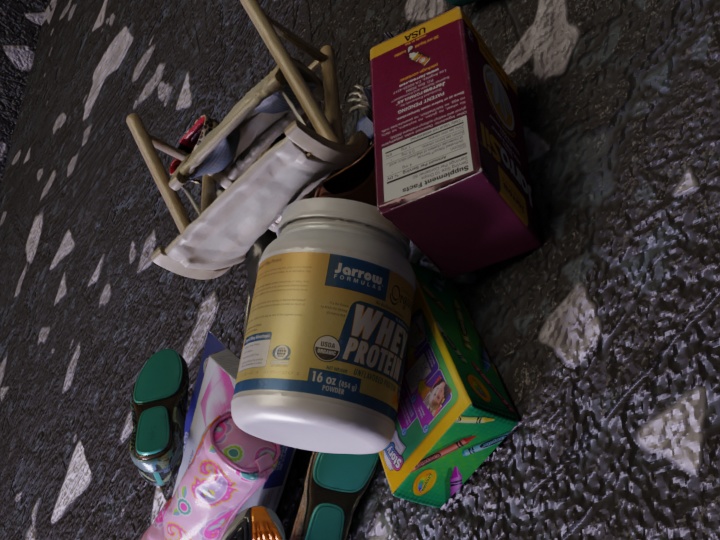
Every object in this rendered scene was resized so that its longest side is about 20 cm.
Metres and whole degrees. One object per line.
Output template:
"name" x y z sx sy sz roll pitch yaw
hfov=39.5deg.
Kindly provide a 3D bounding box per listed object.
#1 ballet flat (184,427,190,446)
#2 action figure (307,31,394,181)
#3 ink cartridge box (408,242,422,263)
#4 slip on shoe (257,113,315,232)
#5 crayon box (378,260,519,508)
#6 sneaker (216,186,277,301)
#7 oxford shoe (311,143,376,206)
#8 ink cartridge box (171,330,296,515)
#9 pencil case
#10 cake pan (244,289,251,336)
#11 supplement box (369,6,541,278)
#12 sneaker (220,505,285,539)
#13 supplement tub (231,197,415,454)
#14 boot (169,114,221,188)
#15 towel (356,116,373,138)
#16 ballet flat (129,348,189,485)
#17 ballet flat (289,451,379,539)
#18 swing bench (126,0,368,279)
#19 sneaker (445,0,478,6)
"ballet flat" -0.156 0.182 1.209 0.200 0.068 0.063 -57 28 20
"action figure" 0.002 -0.163 1.085 0.102 0.119 0.200 45 116 13
"ink cartridge box" 0.000 0.000 1.085 0.200 0.050 0.109 -61 30 33
"slip on shoe" -0.082 -0.136 1.099 0.061 0.076 0.201 122 153 -51
"crayon box" 0.058 0.100 0.926 0.119 0.058 0.200 -53 33 25
"sneaker" -0.122 -0.053 1.113 0.076 0.090 0.201 -47 38 49
"oxford shoe" -0.030 -0.052 1.003 0.200 0.071 0.071 -46 40 14
"ink cartridge box" -0.157 0.201 1.136 0.200 0.043 0.197 35 116 40
"pencil case" -0.157 0.240 1.046 0.200 0.087 0.088 -59 31 28
"cake pan" -0.079 0.027 1.134 0.200 0.037 0.201 -41 42 52
"supplement box" 0.085 -0.117 0.924 0.103 0.131 0.201 -20 53 24
"sneaker" -0.112 0.287 1.017 0.092 0.075 0.200 -92 10 -48
"supplement tub" -0.028 0.051 0.893 0.144 0.144 0.201 -19 56 53
"boot" -0.190 -0.116 1.369 0.200 0.150 0.073 -48 36 32
"towel" 0.055 -0.148 1.123 0.200 0.024 0.147 -29 50 50
"ballet flat" -0.237 0.177 1.193 0.074 0.074 0.200 -52 21 26
"ballet flat" -0.032 0.215 0.997 0.201 0.068 0.067 -69 15 -2
"swing bench" -0.109 -0.117 0.977 0.199 0.130 0.200 -38 52 25
"sneaker" 0.151 -0.323 1.027 0.200 0.071 0.080 -31 42 44
